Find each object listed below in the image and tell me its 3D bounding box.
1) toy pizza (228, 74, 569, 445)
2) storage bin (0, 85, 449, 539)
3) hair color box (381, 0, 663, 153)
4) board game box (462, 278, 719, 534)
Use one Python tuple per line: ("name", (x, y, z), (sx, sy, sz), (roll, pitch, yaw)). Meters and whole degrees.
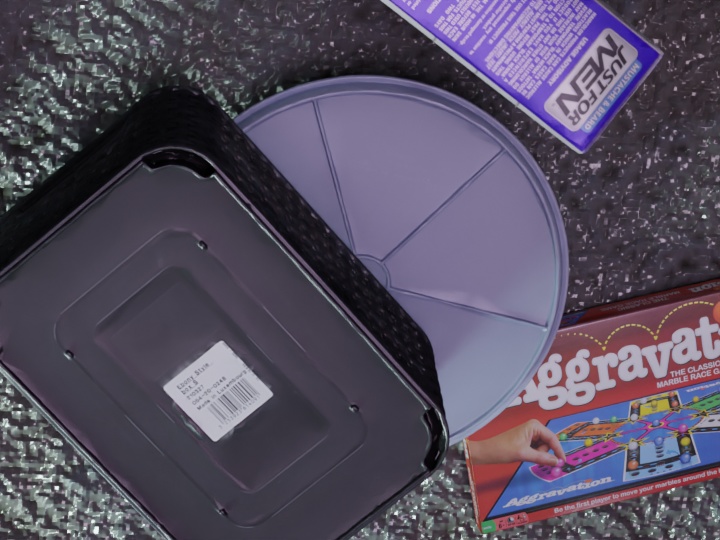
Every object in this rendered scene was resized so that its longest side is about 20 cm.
("toy pizza", (0.000, 0.000, 1.196), (0.200, 0.032, 0.201), (-1, 111, -3))
("storage bin", (-0.067, 0.033, 1.138), (0.135, 0.094, 0.200), (-39, 108, 11))
("hair color box", (0.031, -0.144, 1.113), (0.200, 0.109, 0.065), (37, 97, -22))
("board game box", (0.148, 0.063, 1.262), (0.199, 0.019, 0.103), (-13, 111, -7))
